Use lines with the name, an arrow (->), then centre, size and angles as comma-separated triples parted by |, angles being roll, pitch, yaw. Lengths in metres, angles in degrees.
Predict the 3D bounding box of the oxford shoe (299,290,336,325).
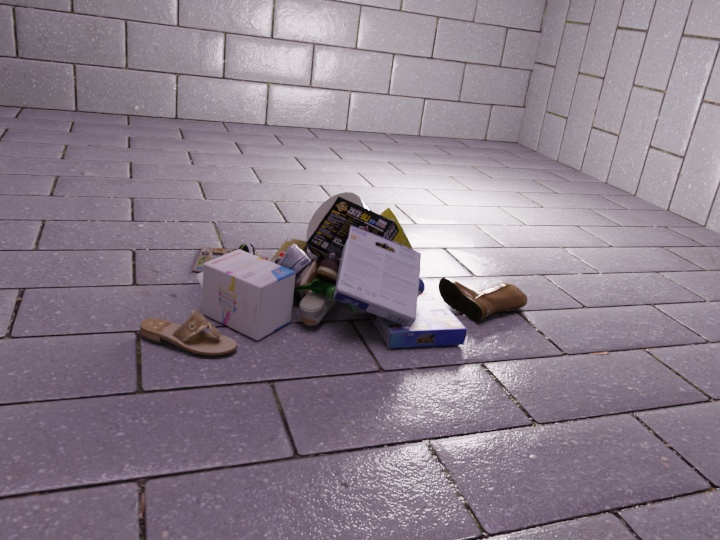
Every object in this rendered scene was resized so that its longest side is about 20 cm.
oxford shoe -> -0.098, 0.080, 1.480 | 0.073, 0.060, 0.200 | 10, 17, 13

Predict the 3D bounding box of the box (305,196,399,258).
box -> -0.022, -0.084, 1.580 | 0.196, 0.050, 0.162 | 25, 71, 32

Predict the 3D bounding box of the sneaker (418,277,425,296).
sneaker -> 0.064, 0.055, 1.484 | 0.193, 0.077, 0.090 | 2, 40, -10

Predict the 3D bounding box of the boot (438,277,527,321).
boot -> 0.327, 0.065, 1.663 | 0.196, 0.068, 0.175 | -13, 44, -40

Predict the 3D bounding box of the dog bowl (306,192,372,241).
dog bowl -> -0.054, -0.114, 1.728 | 0.199, 0.202, 0.079 | 34, -7, 47

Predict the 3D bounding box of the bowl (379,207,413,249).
bowl -> 0.081, -0.064, 1.759 | 0.105, 0.204, 0.201 | -27, 27, -1

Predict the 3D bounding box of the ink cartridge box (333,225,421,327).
ink cartridge box -> 0.043, 0.012, 1.429 | 0.191, 0.044, 0.204 | 21, 47, -10

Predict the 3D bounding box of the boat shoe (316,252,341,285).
boat shoe -> -0.061, 0.002, 1.501 | 0.071, 0.067, 0.200 | 22, -6, 3

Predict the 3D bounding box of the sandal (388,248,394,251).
sandal -> 0.001, 0.001, 1.607 | 0.204, 0.072, 0.078 | -11, -9, 11

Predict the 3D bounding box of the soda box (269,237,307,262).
soda box -> -0.194, -0.019, 1.659 | 0.062, 0.070, 0.201 | 10, 23, 5

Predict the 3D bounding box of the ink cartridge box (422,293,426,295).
ink cartridge box -> 0.075, 0.031, 1.658 | 0.195, 0.052, 0.108 | 18, 26, 24

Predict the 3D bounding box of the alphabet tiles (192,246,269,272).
alphabet tiles -> -0.349, -0.024, 1.694 | 0.193, 0.008, 0.168 | 5, 23, -7

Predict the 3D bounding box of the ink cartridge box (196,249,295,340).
ink cartridge box -> -0.264, 0.047, 1.405 | 0.195, 0.129, 0.127 | 20, 25, 27

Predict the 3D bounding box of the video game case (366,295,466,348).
video game case -> 0.128, 0.119, 1.482 | 0.193, 0.047, 0.182 | 0, 23, -19

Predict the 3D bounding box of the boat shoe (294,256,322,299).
boat shoe -> -0.140, 0.018, 1.589 | 0.062, 0.074, 0.201 | 0, 24, 10

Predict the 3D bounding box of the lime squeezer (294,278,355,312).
lime squeezer -> -0.086, 0.048, 1.423 | 0.194, 0.039, 0.070 | 16, 18, 22

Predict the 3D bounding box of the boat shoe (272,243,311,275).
boat shoe -> -0.184, 0.000, 1.471 | 0.066, 0.199, 0.073 | 51, 44, 1

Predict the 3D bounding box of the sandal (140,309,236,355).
sandal -> -0.355, 0.114, 1.271 | 0.204, 0.072, 0.078 | 11, 23, 6

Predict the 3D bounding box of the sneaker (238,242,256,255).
sneaker -> -0.306, -0.010, 1.583 | 0.080, 0.074, 0.201 | -3, 29, -20
